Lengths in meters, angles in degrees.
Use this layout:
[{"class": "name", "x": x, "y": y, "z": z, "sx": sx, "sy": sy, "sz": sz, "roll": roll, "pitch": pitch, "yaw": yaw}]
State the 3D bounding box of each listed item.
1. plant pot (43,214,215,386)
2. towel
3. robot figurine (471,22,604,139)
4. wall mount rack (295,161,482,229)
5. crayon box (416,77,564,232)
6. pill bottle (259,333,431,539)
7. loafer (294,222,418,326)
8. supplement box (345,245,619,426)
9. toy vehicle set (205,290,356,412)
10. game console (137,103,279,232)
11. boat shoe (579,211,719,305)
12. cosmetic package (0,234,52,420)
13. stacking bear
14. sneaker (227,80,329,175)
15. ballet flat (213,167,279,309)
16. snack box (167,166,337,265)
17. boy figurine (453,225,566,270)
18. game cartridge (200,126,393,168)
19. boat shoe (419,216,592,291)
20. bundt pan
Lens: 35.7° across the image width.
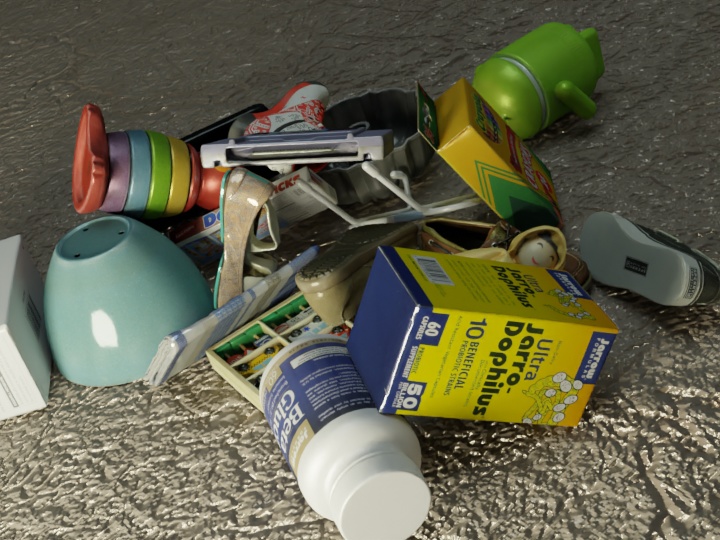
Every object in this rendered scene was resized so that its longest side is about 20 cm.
[{"class": "plant pot", "x": -0.282, "y": 0.017, "z": 1.285, "sx": 0.199, "sy": 0.135, "sz": 0.200, "roll": -12, "pitch": 34, "yaw": 8}, {"class": "towel", "x": -0.140, "y": 0.048, "z": 1.197, "sx": 0.200, "sy": 0.024, "sz": 0.147, "roll": -35, "pitch": -6, "yaw": -28}, {"class": "robot figurine", "x": 0.228, "y": -0.247, "z": 1.458, "sx": 0.200, "sy": 0.116, "sz": 0.175, "roll": -35, "pitch": 36, "yaw": -25}, {"class": "wall mount rack", "x": 0.034, "y": -0.089, "z": 1.278, "sx": 0.173, "sy": 0.075, "sz": 0.200, "roll": -14, "pitch": 3, "yaw": -42}, {"class": "crayon box", "x": 0.143, "y": -0.131, "z": 1.250, "sx": 0.051, "sy": 0.200, "sz": 0.127, "roll": -37, "pitch": 27, "yaw": 23}, {"class": "pill bottle", "x": -0.013, "y": 0.150, "z": 0.987, "sx": 0.111, "sy": 0.111, "sz": 0.200, "roll": -23, "pitch": 33, "yaw": -9}, {"class": "loafer", "x": 0.000, "y": 0.000, "z": 1.199, "sx": 0.076, "sy": 0.068, "sz": 0.200, "roll": 1, "pitch": 21, "yaw": 36}, {"class": "supplement box", "x": 0.106, "y": 0.060, "z": 0.992, "sx": 0.199, "sy": 0.109, "sz": 0.110, "roll": 7, "pitch": 26, "yaw": -23}, {"class": "toy vehicle set", "x": -0.053, "y": 0.068, "z": 1.204, "sx": 0.200, "sy": 0.027, "sz": 0.124, "roll": -33, "pitch": 36, "yaw": -23}, {"class": "game console", "x": -0.218, "y": -0.143, "z": 1.486, "sx": 0.200, "sy": 0.176, "sz": 0.116, "roll": -28, "pitch": 51, "yaw": -15}, {"class": "boat shoe", "x": 0.292, "y": -0.007, "z": 1.132, "sx": 0.063, "sy": 0.071, "sz": 0.200, "roll": 7, "pitch": 16, "yaw": -23}, {"class": "cosmetic package", "x": -0.469, "y": 0.084, "z": 1.282, "sx": 0.199, "sy": 0.123, "sz": 0.200, "roll": -16, "pitch": 33, "yaw": -1}, {"class": "stacking bear", "x": -0.232, "y": -0.114, "z": 1.327, "sx": 0.199, "sy": 0.114, "sz": 0.122, "roll": 3, "pitch": 53, "yaw": -25}, {"class": "sneaker", "x": -0.068, "y": -0.174, "z": 1.405, "sx": 0.108, "sy": 0.067, "sz": 0.201, "roll": 26, "pitch": 35, "yaw": 20}, {"class": "ballet flat", "x": -0.125, "y": -0.022, "z": 1.239, "sx": 0.067, "sy": 0.200, "sz": 0.068, "roll": 12, "pitch": 42, "yaw": 3}, {"class": "snack box", "x": -0.130, "y": -0.063, "z": 1.347, "sx": 0.199, "sy": 0.072, "sz": 0.024, "roll": -24, "pitch": 62, "yaw": 19}, {"class": "boy figurine", "x": 0.132, "y": 0.030, "z": 1.109, "sx": 0.200, "sy": 0.064, "sz": 0.124, "roll": -36, "pitch": 81, "yaw": -9}, {"class": "game cartridge", "x": -0.066, "y": -0.139, "z": 1.248, "sx": 0.199, "sy": 0.039, "sz": 0.130, "roll": -2, "pitch": 14, "yaw": 7}, {"class": "boat shoe", "x": 0.148, "y": -0.014, "z": 1.195, "sx": 0.199, "sy": 0.068, "sz": 0.072, "roll": 8, "pitch": 40, "yaw": 33}, {"class": "bundt pan", "x": 0.007, "y": -0.154, "z": 1.451, "sx": 0.201, "sy": 0.076, "sz": 0.202, "roll": -14, "pitch": 34, "yaw": 10}]
